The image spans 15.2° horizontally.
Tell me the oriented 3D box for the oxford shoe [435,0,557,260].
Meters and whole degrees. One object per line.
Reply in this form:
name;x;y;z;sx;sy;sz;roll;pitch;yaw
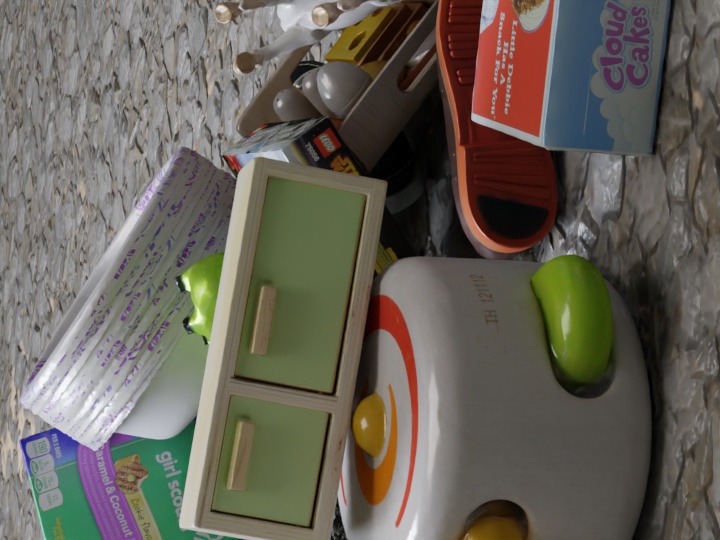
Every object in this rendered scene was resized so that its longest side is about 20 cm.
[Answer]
oxford shoe;0.072;-0.104;1.576;0.073;0.071;0.201;134;138;-73

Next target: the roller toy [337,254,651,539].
roller toy;0.062;0.088;1.454;0.182;0.139;0.201;-171;84;-72

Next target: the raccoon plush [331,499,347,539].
raccoon plush;0.033;0.119;1.685;0.200;0.133;0.097;-41;-48;-66

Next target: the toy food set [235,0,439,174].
toy food set;-0.001;-0.137;1.690;0.144;0.060;0.200;-53;20;-9

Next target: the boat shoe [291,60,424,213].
boat shoe;-0.013;-0.106;1.811;0.200;0.075;0.060;43;158;54

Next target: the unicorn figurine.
unicorn figurine;-0.024;-0.170;1.637;0.199;0.137;0.074;1;110;41

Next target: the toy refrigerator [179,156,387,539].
toy refrigerator;-0.041;0.046;1.456;0.070;0.076;0.201;155;126;-78

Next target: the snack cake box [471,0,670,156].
snack cake box;0.118;-0.169;1.448;0.115;0.067;0.201;-150;65;-68

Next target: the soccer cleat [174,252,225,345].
soccer cleat;-0.043;0.032;1.642;0.200;0.081;0.068;39;-144;-66

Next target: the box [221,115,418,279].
box;0.000;0.000;1.643;0.200;0.040;0.137;57;165;-12

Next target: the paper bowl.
paper bowl;-0.129;0.028;1.758;0.201;0.104;0.201;-55;7;10

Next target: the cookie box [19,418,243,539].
cookie box;-0.110;0.167;1.820;0.075;0.199;0.172;71;-179;-62
